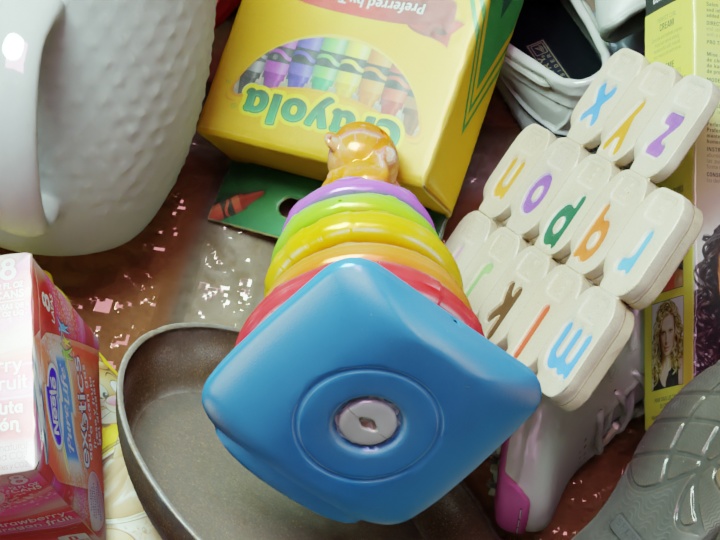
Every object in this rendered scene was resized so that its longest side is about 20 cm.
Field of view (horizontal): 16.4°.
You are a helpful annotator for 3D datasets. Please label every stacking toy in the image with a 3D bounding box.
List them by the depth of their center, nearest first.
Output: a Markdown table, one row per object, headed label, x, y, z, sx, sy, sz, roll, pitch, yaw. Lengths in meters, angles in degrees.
| label | x | y | z | sx | sy | sz | roll | pitch | yaw |
| --- | --- | --- | --- | --- | --- | --- | --- | --- | --- |
| stacking toy | 0.000 | 0.000 | 1.076 | 0.110 | 0.116 | 0.201 | -42 | 29 | 27 |

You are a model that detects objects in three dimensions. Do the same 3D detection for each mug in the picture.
| label | x | y | z | sx | sy | sz | roll | pitch | yaw |
| --- | --- | --- | --- | --- | --- | --- | --- | --- | --- |
| mug | -0.143 | -0.093 | 1.145 | 0.146 | 0.177 | 0.200 | 5 | 25 | 1 |

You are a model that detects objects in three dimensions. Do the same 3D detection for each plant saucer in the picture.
| label | x | y | z | sx | sy | sz | roll | pitch | yaw |
| --- | --- | --- | --- | --- | --- | --- | --- | --- | --- |
| plant saucer | -0.024 | 0.101 | 1.065 | 0.199 | 0.032 | 0.201 | 30 | 25 | -16 |

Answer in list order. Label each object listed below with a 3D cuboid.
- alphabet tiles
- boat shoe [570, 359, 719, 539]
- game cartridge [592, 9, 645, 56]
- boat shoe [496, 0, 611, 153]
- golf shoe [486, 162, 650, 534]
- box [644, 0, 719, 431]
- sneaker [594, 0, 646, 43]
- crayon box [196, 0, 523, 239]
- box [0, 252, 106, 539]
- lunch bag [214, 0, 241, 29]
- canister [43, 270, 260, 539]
| label | x | y | z | sx | sy | sz | roll | pitch | yaw |
| --- | --- | --- | --- | --- | --- | --- | --- | --- | --- |
| alphabet tiles | 0.084 | -0.006 | 1.099 | 0.015 | 0.200 | 0.196 | 33 | 92 | -21 |
| boat shoe | 0.149 | 0.106 | 1.048 | 0.200 | 0.072 | 0.076 | -48 | 37 | 14 |
| game cartridge | 0.217 | -0.079 | 1.222 | 0.132 | 0.041 | 0.201 | -27 | 60 | -9 |
| boat shoe | 0.066 | -0.145 | 1.255 | 0.072 | 0.066 | 0.201 | -24 | 59 | -11 |
| golf shoe | 0.118 | 0.035 | 1.135 | 0.091 | 0.075 | 0.201 | 18 | 62 | 10 |
| box | 0.167 | -0.028 | 1.110 | 0.075 | 0.050 | 0.202 | 4 | 80 | -21 |
| sneaker | 0.207 | -0.119 | 1.195 | 0.198 | 0.074 | 0.089 | 12 | 77 | 10 |
| crayon box | 0.004 | -0.109 | 1.203 | 0.126 | 0.051 | 0.201 | 14 | 79 | 23 |
| box | -0.212 | 0.066 | 1.020 | 0.198 | 0.103 | 0.095 | -9 | 66 | 9 |
| lunch bag | -0.122 | -0.189 | 1.294 | 0.199 | 0.082 | 0.177 | -18 | 62 | -5 |
| canister | -0.140 | 0.111 | 1.097 | 0.148 | 0.087 | 0.200 | -37 | 64 | -18 |
